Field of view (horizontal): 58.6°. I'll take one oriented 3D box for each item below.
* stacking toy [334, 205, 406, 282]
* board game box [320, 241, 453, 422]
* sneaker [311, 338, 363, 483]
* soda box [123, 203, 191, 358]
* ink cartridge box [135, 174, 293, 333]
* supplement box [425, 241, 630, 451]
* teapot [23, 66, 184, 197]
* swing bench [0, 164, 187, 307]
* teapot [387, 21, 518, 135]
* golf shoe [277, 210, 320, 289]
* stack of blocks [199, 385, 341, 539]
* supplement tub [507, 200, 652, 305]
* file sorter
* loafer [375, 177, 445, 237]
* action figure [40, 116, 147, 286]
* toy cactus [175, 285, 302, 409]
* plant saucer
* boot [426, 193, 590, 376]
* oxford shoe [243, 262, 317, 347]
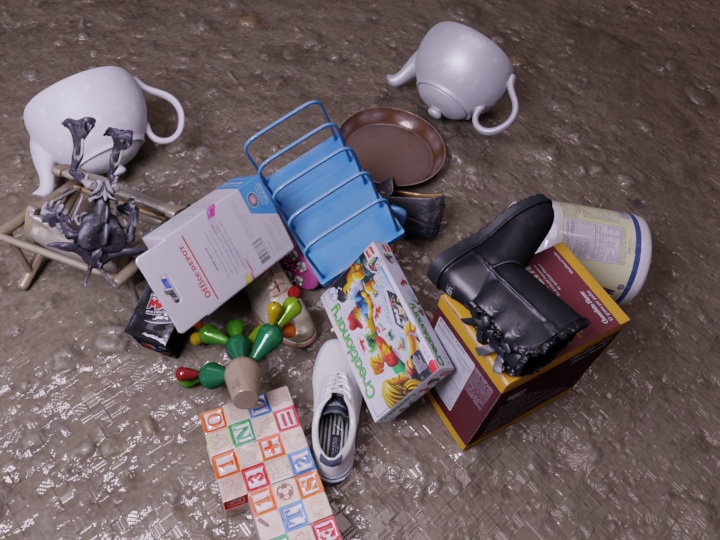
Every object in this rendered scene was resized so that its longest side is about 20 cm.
[{"bbox_3d":[0.000,0.000,0.963,0.109,0.116,0.201,10,67,-2],"label":"stacking toy"},{"bbox_3d":[0.028,0.078,0.841,0.034,0.126,0.201,8,45,-45],"label":"board game box"},{"bbox_3d":[-0.027,0.170,0.838,0.072,0.071,0.201,2,53,-6],"label":"sneaker"},{"bbox_3d":[-0.248,0.014,0.892,0.063,0.071,0.201,18,69,6],"label":"soda box"},{"bbox_3d":[-0.194,-0.024,0.827,0.068,0.116,0.200,5,38,48],"label":"ink cartridge box"},{"bbox_3d":[0.199,0.102,0.841,0.196,0.201,0.133,-22,60,-22],"label":"supplement box"},{"bbox_3d":[-0.414,-0.221,1.022,0.147,0.199,0.197,61,26,-8],"label":"teapot"},{"bbox_3d":[-0.363,-0.050,0.915,0.198,0.130,0.201,19,54,7],"label":"swing bench"},{"bbox_3d":[0.179,-0.347,1.191,0.197,0.200,0.147,31,92,-21],"label":"teapot"},{"bbox_3d":[-0.113,-0.058,0.994,0.091,0.075,0.200,-27,68,-41],"label":"golf shoe"},{"bbox_3d":[-0.112,0.255,0.773,0.114,0.059,0.201,-15,58,-18],"label":"stack of blocks"},{"bbox_3d":[0.322,-0.030,0.988,0.198,0.145,0.146,9,53,-1],"label":"supplement tub"},{"bbox_3d":[-0.053,-0.111,0.886,0.138,0.123,0.201,-32,66,-2],"label":"file sorter"},{"bbox_3d":[0.042,-0.120,1.048,0.199,0.073,0.073,17,25,-1],"label":"loafer"},{"bbox_3d":[-0.329,-0.081,0.801,0.118,0.102,0.202,4,86,-33],"label":"action figure"},{"bbox_3d":[-0.154,0.103,0.818,0.199,0.103,0.165,-25,33,0],"label":"toy cactus"},{"bbox_3d":[0.053,-0.216,1.154,0.199,0.035,0.201,3,54,-5],"label":"plant saucer"},{"bbox_3d":[0.191,0.015,0.733,0.198,0.074,0.163,-31,60,-18],"label":"boot"},{"bbox_3d":[-0.132,0.026,0.926,0.071,0.074,0.200,-31,64,-27],"label":"oxford shoe"}]
